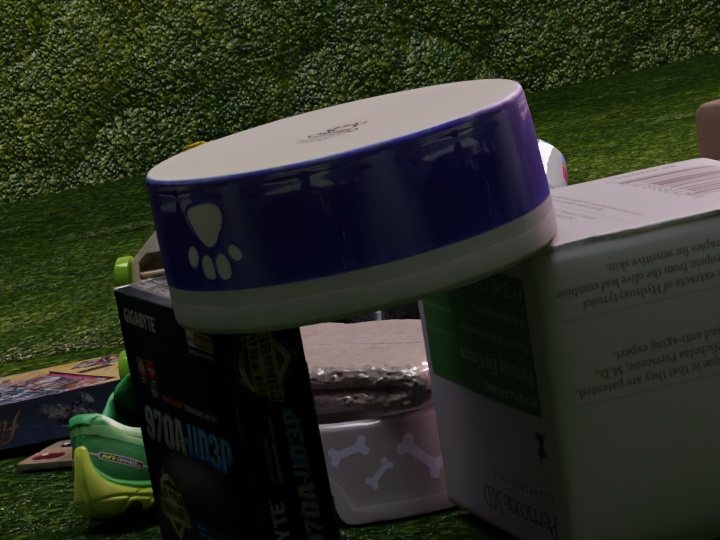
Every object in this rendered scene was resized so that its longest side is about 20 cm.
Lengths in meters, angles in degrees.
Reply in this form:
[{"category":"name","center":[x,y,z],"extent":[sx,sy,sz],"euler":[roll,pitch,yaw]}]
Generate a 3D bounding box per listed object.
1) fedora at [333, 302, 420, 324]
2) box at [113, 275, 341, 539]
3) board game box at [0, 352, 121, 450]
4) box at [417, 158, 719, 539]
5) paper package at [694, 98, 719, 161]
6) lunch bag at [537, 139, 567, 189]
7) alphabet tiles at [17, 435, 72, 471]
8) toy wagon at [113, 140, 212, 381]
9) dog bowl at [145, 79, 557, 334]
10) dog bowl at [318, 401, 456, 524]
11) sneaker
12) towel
[{"category":"fedora","center":[0.000,0.000,1.777],"extent":[0.200,0.201,0.092],"euler":[-10,-19,-4]},{"category":"box","center":[-0.072,0.090,1.436],"extent":[0.046,0.160,0.200],"euler":[-14,10,-19]},{"category":"board game box","center":[-0.201,0.092,1.953],"extent":[0.199,0.035,0.136],"euler":[-12,7,4]},{"category":"box","center":[0.155,0.043,1.447],"extent":[0.199,0.172,0.199],"euler":[-13,10,-17]},{"category":"paper package","center":[0.326,-0.029,1.673],"extent":[0.199,0.192,0.103],"euler":[-2,9,39]},{"category":"lunch bag","center":[0.063,-0.023,2.018],"extent":[0.199,0.161,0.077],"euler":[3,39,2]},{"category":"alphabet tiles","center":[-0.116,0.110,1.872],"extent":[0.199,0.008,0.167],"euler":[-6,9,23]},{"category":"toy wagon","center":[-0.094,0.007,1.864],"extent":[0.154,0.201,0.040],"euler":[-9,-20,11]},{"category":"dog bowl","center":[-0.005,-0.034,1.344],"extent":[0.199,0.079,0.200],"euler":[-13,10,2]},{"category":"dog bowl","center":[0.012,0.101,1.617],"extent":[0.199,0.059,0.200],"euler":[-9,8,1]},{"category":"sneaker","center":[-0.110,0.096,1.682],"extent":[0.074,0.084,0.200],"euler":[-13,4,33]},{"category":"towel","center":[-0.012,0.060,1.610],"extent":[0.199,0.035,0.132],"euler":[-3,12,34]}]
